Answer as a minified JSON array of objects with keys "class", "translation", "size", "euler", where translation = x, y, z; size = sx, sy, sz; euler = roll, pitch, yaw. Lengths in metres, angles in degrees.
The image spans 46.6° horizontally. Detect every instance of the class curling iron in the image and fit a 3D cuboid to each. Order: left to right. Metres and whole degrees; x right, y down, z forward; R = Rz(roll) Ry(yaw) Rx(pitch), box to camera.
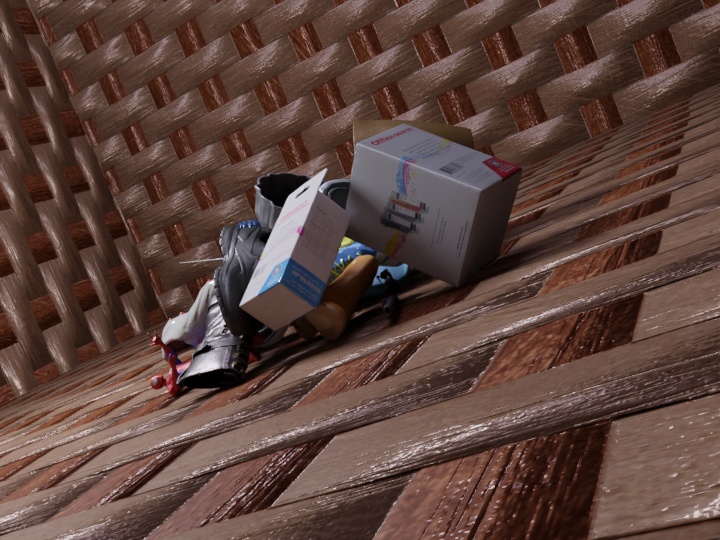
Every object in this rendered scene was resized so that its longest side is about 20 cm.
[{"class":"curling iron","translation":[0.037,0.038,1.161],"size":[0.025,0.050,0.200],"euler":[-33,7,9]}]

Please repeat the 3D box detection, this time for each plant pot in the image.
[{"class":"plant pot","translation":[0.099,-0.179,1.431],"size":[0.196,0.190,0.186],"euler":[-9,7,7]}]

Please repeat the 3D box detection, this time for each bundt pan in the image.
[{"class":"bundt pan","translation":[-0.100,-0.099,1.499],"size":[0.198,0.077,0.203],"euler":[15,26,-8]}]

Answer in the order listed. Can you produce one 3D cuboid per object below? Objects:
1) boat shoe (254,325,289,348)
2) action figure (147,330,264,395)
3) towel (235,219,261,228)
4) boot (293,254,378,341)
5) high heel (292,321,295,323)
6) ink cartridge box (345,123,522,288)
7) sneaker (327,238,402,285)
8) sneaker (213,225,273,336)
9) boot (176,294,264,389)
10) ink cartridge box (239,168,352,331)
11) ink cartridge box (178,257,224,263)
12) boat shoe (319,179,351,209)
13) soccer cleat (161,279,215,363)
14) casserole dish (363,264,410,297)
[{"class":"boat shoe","translation":[-0.194,0.087,1.386],"size":[0.090,0.072,0.199],"euler":[23,-31,-29]},{"class":"action figure","translation":[-0.258,0.128,1.290],"size":[0.197,0.100,0.066],"euler":[-25,31,18]},{"class":"towel","translation":[-0.142,-0.049,1.577],"size":[0.196,0.049,0.112],"euler":[9,-31,-18]},{"class":"boot","translation":[-0.023,0.029,1.199],"size":[0.144,0.071,0.201],"euler":[-46,4,-19]},{"class":"high heel","translation":[-0.121,0.077,1.564],"size":[0.094,0.069,0.200],"euler":[5,-2,-6]},{"class":"ink cartridge box","translation":[0.097,-0.097,1.173],"size":[0.198,0.147,0.145],"euler":[25,31,24]},{"class":"sneaker","translation":[-0.025,-0.011,1.337],"size":[0.197,0.107,0.076],"euler":[13,-20,28]},{"class":"sneaker","translation":[-0.159,0.005,1.201],"size":[0.089,0.077,0.203],"euler":[-8,49,5]},{"class":"boot","translation":[-0.162,0.094,1.211],"size":[0.197,0.070,0.176],"euler":[-19,35,19]},{"class":"ink cartridge box","translation":[-0.082,-0.030,1.157],"size":[0.115,0.067,0.202],"euler":[-28,35,49]},{"class":"ink cartridge box","translation":[-0.194,0.011,1.453],"size":[0.196,0.077,0.148],"euler":[-4,3,10]},{"class":"boat shoe","translation":[0.027,-0.096,1.325],"size":[0.196,0.073,0.071],"euler":[16,-1,-14]},{"class":"soccer cleat","translation":[-0.251,0.080,1.340],"size":[0.199,0.069,0.079],"euler":[-38,37,31]},{"class":"casserole dish","translation":[0.000,0.000,1.383],"size":[0.196,0.039,0.122],"euler":[-8,42,10]}]
